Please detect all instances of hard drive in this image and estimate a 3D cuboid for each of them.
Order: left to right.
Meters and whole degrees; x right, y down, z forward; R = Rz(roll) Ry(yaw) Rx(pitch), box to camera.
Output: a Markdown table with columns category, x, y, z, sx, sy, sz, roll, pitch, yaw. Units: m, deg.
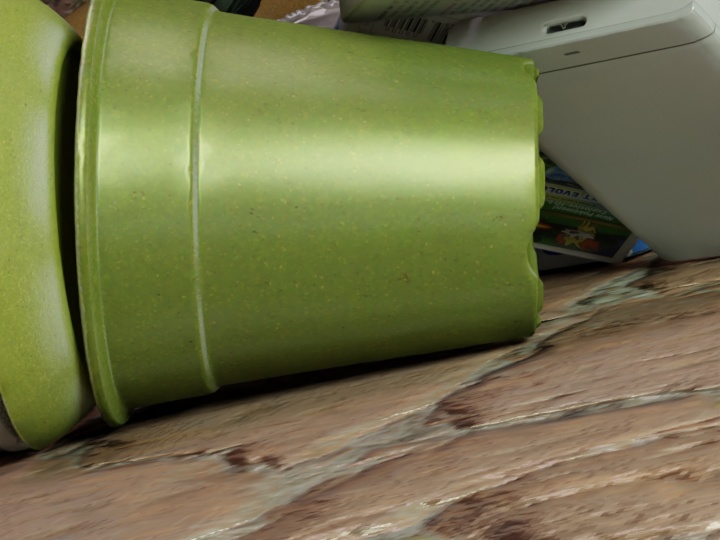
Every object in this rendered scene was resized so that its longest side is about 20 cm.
| category | x | y | z | sx | sy | sz | roll | pitch | yaw |
| --- | --- | --- | --- | --- | --- | --- | --- | --- | --- |
| hard drive | 0.148 | -0.066 | 1.038 | 0.132 | 0.027 | 0.200 | -8 | -31 | 38 |

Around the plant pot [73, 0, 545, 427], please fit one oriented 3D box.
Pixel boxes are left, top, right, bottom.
| category | x | y | z | sx | sy | sz | roll | pitch | yaw |
| --- | --- | --- | --- | --- | --- | --- | --- | --- | --- |
| plant pot | -0.016 | -0.031 | 0.973 | 0.190 | 0.200 | 0.200 | 0 | 5 | 2 |

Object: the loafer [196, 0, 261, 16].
| category | x | y | z | sx | sy | sz | roll | pitch | yaw |
| --- | --- | --- | --- | --- | --- | --- | --- | --- | --- |
| loafer | -0.074 | -0.148 | 1.053 | 0.072 | 0.063 | 0.200 | -54 | 2 | -23 |

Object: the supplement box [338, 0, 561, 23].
| category | x | y | z | sx | sy | sz | roll | pitch | yaw |
| --- | --- | --- | --- | --- | --- | --- | --- | --- | --- |
| supplement box | 0.090 | -0.172 | 0.967 | 0.200 | 0.101 | 0.103 | -7 | -3 | -10 |

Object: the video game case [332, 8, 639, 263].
| category | x | y | z | sx | sy | sz | roll | pitch | yaw |
| --- | --- | --- | --- | --- | --- | --- | --- | --- | --- |
| video game case | 0.071 | -0.073 | 1.097 | 0.200 | 0.022 | 0.182 | 11 | -33 | -14 |

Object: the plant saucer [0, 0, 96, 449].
| category | x | y | z | sx | sy | sz | roll | pitch | yaw |
| --- | --- | --- | --- | --- | --- | --- | --- | --- | --- |
| plant saucer | -0.130 | -0.024 | 0.957 | 0.031 | 0.200 | 0.200 | -3 | 5 | 3 |

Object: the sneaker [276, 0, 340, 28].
| category | x | y | z | sx | sy | sz | roll | pitch | yaw |
| --- | --- | --- | --- | --- | --- | --- | --- | --- | --- |
| sneaker | 0.017 | -0.095 | 1.147 | 0.200 | 0.088 | 0.076 | -21 | -21 | -5 |

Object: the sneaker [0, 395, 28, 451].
| category | x | y | z | sx | sy | sz | roll | pitch | yaw |
| --- | --- | --- | --- | --- | --- | --- | --- | --- | --- |
| sneaker | -0.178 | 0.040 | 1.043 | 0.082 | 0.075 | 0.200 | -11 | 5 | 8 |

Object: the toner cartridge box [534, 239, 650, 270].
| category | x | y | z | sx | sy | sz | roll | pitch | yaw |
| --- | --- | --- | --- | --- | --- | --- | --- | --- | --- |
| toner cartridge box | 0.086 | -0.022 | 1.287 | 0.200 | 0.043 | 0.095 | -10 | 7 | 35 |

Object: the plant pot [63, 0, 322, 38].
| category | x | y | z | sx | sy | sz | roll | pitch | yaw |
| --- | --- | --- | --- | --- | --- | --- | --- | --- | --- |
| plant pot | -0.130 | -0.075 | 1.239 | 0.186 | 0.187 | 0.200 | -9 | 10 | 38 |
